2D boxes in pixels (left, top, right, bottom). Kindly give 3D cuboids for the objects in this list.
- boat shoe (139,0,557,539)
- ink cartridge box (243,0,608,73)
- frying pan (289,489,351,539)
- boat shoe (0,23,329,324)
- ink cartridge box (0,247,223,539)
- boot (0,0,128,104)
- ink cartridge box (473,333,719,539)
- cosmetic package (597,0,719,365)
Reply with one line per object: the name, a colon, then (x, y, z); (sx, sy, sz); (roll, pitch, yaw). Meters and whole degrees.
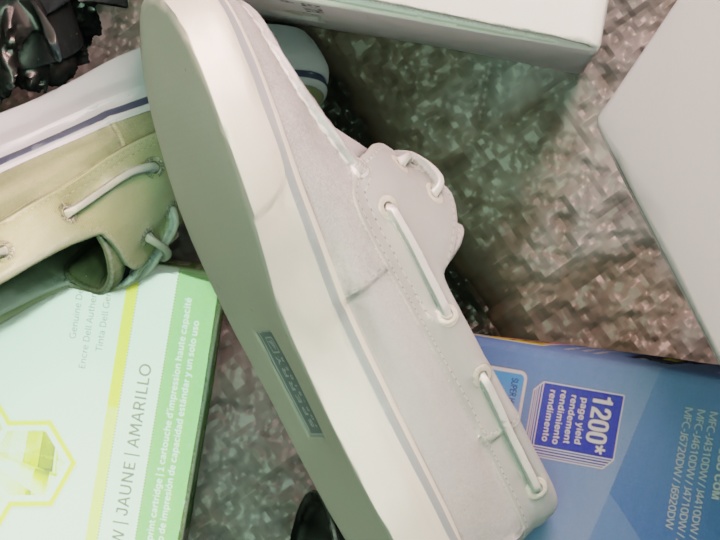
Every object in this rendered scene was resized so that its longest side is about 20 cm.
boat shoe: (0.000, 0.000, 0.873); (0.069, 0.072, 0.200); (-28, 95, -19)
ink cartridge box: (0.021, -0.173, 0.917); (0.146, 0.147, 0.200); (11, 92, 2)
frying pan: (-0.012, 0.165, 0.940); (0.031, 0.115, 0.190); (2, 92, -11)
boat shoe: (-0.090, -0.020, 0.930); (0.200, 0.072, 0.062); (-23, 74, -27)
ink cartridge box: (-0.153, 0.055, 0.977); (0.200, 0.048, 0.146); (10, 92, 0)
boot: (-0.168, -0.139, 0.951); (0.198, 0.073, 0.162); (10, 122, 39)
ink cartridge box: (0.118, 0.099, 0.910); (0.200, 0.076, 0.136); (8, 91, 30)
cosmetic package: (0.211, -0.062, 0.832); (0.200, 0.123, 0.199); (7, 131, -33)
